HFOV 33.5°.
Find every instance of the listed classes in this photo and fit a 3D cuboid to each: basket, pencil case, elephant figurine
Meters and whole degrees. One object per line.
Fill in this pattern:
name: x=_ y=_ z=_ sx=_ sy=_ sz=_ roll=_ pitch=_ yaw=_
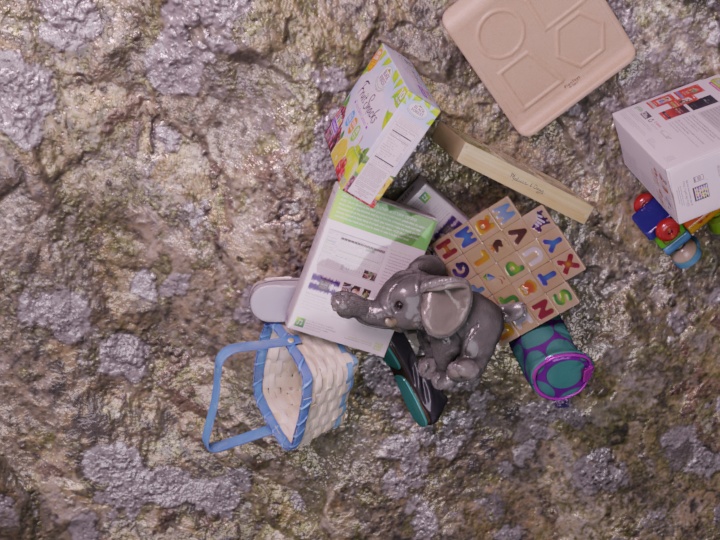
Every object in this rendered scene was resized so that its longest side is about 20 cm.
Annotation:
basket: x=-0.113 y=0.160 z=1.612 sx=0.198 sy=0.139 sz=0.178 roll=-12 pitch=134 yaw=-35
pencil case: x=0.249 y=0.093 z=1.622 sx=0.091 sy=0.201 sz=0.086 roll=7 pitch=118 yaw=-13
elephant figurine: x=0.087 y=0.046 z=1.513 sx=0.141 sy=0.156 sz=0.200 roll=-11 pitch=129 yaw=41

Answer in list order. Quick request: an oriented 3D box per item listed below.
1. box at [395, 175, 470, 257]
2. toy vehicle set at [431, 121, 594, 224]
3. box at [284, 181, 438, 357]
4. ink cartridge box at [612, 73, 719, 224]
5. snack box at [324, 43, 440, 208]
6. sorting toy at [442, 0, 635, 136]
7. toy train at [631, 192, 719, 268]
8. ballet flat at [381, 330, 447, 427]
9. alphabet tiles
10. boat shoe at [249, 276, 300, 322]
box: x=0.105 y=-0.014 z=1.632 sx=0.200 sy=0.036 sz=0.144 roll=40 pitch=104 yaw=-22
toy vehicle set: x=0.195 y=-0.127 z=1.547 sx=0.199 sy=0.124 sz=0.027 roll=24 pitch=103 yaw=-20
box: x=0.000 y=0.000 z=1.559 sx=0.143 sy=0.036 sz=0.202 roll=18 pitch=104 yaw=-17
ink cartridge box: x=0.442 y=-0.164 z=1.529 sx=0.174 sy=0.200 sz=0.084 roll=-21 pitch=118 yaw=3
snack box: x=0.022 y=-0.179 z=1.451 sx=0.053 sy=0.200 sz=0.143 roll=30 pitch=108 yaw=-21
sorting toy: x=0.227 y=-0.301 z=1.524 sx=0.184 sy=0.037 sz=0.200 roll=-36 pitch=112 yaw=9
toy train: x=0.482 y=-0.097 z=1.642 sx=0.200 sy=0.085 sz=0.116 roll=-40 pitch=126 yaw=10
ballet flat: x=0.068 y=0.128 z=1.690 sx=0.073 sy=0.073 sz=0.201 roll=-28 pitch=111 yaw=5
alphabet tiles: x=0.187 y=0.003 z=1.558 sx=0.199 sy=0.006 sz=0.167 roll=-33 pitch=95 yaw=33
boat shoe: x=-0.052 y=0.038 z=1.618 sx=0.198 sy=0.070 sz=0.072 roll=1 pitch=108 yaw=-8
